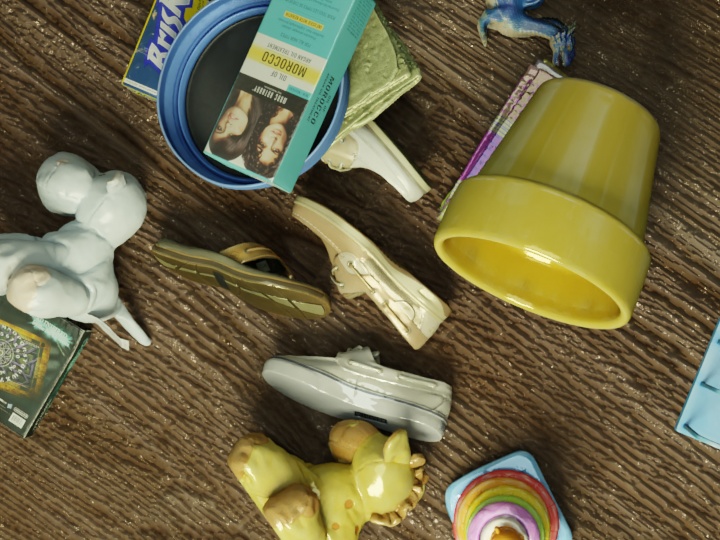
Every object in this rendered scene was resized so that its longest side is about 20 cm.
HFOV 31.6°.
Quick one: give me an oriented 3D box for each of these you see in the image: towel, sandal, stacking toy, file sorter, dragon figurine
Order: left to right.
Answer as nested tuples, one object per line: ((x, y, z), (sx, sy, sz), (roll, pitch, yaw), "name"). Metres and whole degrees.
((-0.121, -0.004, 1.331), (0.199, 0.080, 0.054), (19, 70, 11), "sandal")
((-0.040, -0.229, 1.284), (0.148, 0.036, 0.201), (-33, 73, 10), "towel")
((0.141, 0.255, 1.227), (0.109, 0.200, 0.117), (-27, 87, 5), "stacking toy")
((0.158, -0.294, 1.303), (0.099, 0.059, 0.201), (-18, 88, 6), "dragon figurine")
((0.188, -0.101, 1.316), (0.143, 0.023, 0.201), (34, 94, 5), "towel")
((0.416, 0.095, 1.237), (0.138, 0.123, 0.201), (22, 91, 6), "file sorter")

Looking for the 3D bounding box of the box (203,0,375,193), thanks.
((-0.067, -0.183, 1.199), (0.082, 0.049, 0.201), (24, 89, 20), "box")

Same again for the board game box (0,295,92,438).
((-0.407, 0.071, 1.378), (0.199, 0.028, 0.136), (32, 92, 7), "board game box")

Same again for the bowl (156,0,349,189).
((-0.104, -0.176, 1.257), (0.199, 0.039, 0.202), (-3, 80, 18), "bowl")

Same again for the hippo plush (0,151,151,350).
((-0.290, -0.034, 1.301), (0.199, 0.159, 0.162), (26, 93, 7), "hippo plush")

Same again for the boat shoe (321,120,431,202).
((-0.012, -0.135, 1.318), (0.068, 0.075, 0.200), (-46, 74, 5), "boat shoe")

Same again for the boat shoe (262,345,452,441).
((-0.001, 0.114, 1.319), (0.199, 0.071, 0.070), (15, 64, 10), "boat shoe")

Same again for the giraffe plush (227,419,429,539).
((-0.018, 0.216, 1.278), (0.162, 0.173, 0.200), (-36, 84, -10), "giraffe plush")

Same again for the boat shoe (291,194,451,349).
((0.000, 0.000, 1.311), (0.200, 0.071, 0.065), (40, 93, 4), "boat shoe")

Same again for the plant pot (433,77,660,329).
((0.196, -0.070, 1.218), (0.200, 0.201, 0.190), (23, 76, 6), "plant pot")

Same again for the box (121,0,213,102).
((-0.177, -0.270, 1.339), (0.070, 0.064, 0.201), (23, 91, 7), "box")
